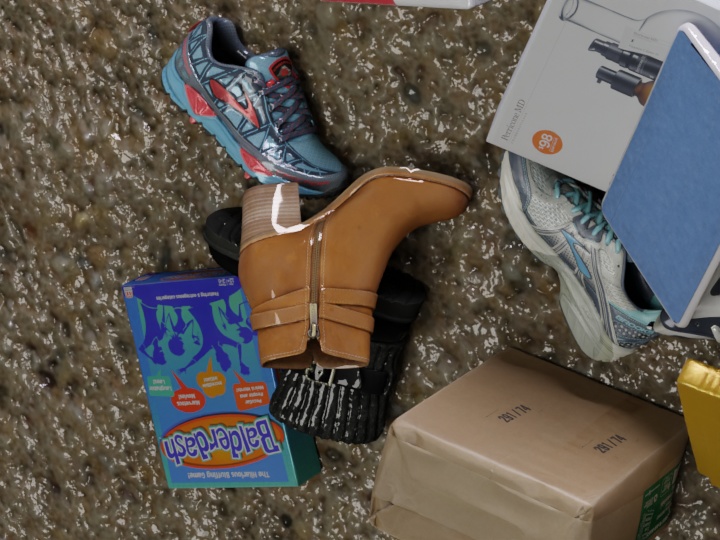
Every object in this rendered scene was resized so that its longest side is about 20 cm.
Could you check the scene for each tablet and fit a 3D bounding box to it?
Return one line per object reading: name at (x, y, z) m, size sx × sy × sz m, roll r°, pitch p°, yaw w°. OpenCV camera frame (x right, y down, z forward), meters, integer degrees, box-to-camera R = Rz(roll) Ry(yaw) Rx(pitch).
tablet at (0.236, -0.066, 1.519) m, size 0.130 × 0.014 × 0.200 m, roll 61°, pitch 150°, yaw 32°

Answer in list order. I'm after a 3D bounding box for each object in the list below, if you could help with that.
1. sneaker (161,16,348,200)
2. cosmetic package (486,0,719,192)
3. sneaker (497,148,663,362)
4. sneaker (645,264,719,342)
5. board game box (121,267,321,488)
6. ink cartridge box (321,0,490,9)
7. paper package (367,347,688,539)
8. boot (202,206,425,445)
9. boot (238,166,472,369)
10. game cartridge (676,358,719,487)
sneaker at (-0.084, -0.141, 1.785) m, size 0.200 × 0.079 × 0.096 m, roll 40°, pitch 120°, yaw 15°
cosmetic package at (0.198, -0.150, 1.564) m, size 0.150 × 0.052 × 0.200 m, roll 24°, pitch 135°, yaw 1°
sneaker at (0.185, -0.029, 1.657) m, size 0.086 × 0.078 × 0.201 m, roll -23°, pitch 103°, yaw 41°
sneaker at (0.290, 0.047, 1.597) m, size 0.129 × 0.079 × 0.200 m, roll -23°, pitch 93°, yaw 20°
board game box at (-0.127, 0.099, 1.911) m, size 0.151 × 0.045 × 0.201 m, roll -5°, pitch 103°, yaw 33°
ink cartridge box at (0.041, -0.314, 1.646) m, size 0.144 × 0.084 × 0.201 m, roll 7°, pitch 109°, yaw 31°
paper package at (0.140, 0.164, 1.672) m, size 0.190 × 0.200 × 0.104 m, roll 22°, pitch 116°, yaw 25°
boot at (-0.057, 0.051, 1.813) m, size 0.210 × 0.079 × 0.158 m, roll 25°, pitch 118°, yaw 8°
boot at (0.000, 0.000, 1.711) m, size 0.199 × 0.077 × 0.156 m, roll -4°, pitch 69°, yaw -7°
game cartridge at (0.344, 0.144, 1.581) m, size 0.199 × 0.033 × 0.177 m, roll 20°, pitch 156°, yaw 25°
